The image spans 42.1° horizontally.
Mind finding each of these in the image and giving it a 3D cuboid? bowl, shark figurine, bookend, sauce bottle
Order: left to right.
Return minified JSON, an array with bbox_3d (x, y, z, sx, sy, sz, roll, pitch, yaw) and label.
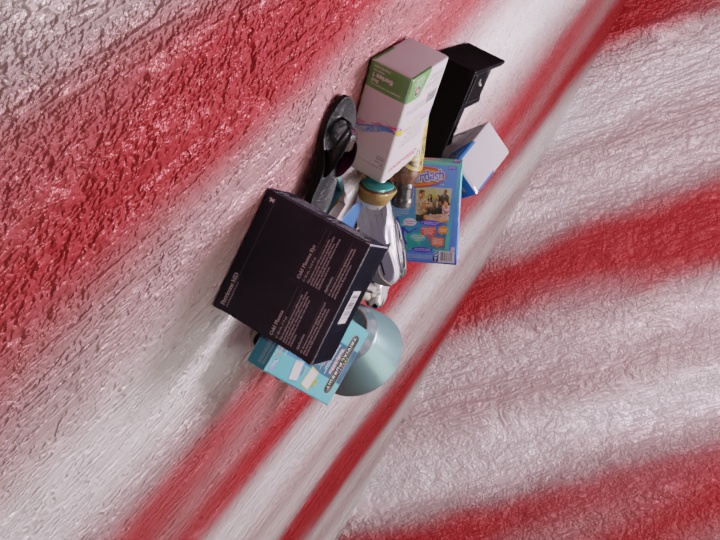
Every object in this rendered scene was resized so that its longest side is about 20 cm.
[{"bbox_3d":[-0.021,0.147,1.930,0.202,0.199,0.105,-56,146,-17],"label":"bowl"},{"bbox_3d":[-0.011,-0.006,1.696,0.215,0.126,0.091,114,-17,-76],"label":"shark figurine"},{"bbox_3d":[0.088,-0.217,1.740,0.065,0.064,0.202,-37,137,-57],"label":"sauce bottle"},{"bbox_3d":[0.186,-0.338,1.879,0.198,0.091,0.202,-35,151,-60],"label":"bookend"}]

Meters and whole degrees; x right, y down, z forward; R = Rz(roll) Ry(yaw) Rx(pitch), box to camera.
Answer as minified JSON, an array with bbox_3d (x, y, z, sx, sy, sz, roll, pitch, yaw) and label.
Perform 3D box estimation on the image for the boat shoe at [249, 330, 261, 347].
[{"bbox_3d":[-0.120,0.154,1.663,0.072,0.068,0.200,-47,144,5],"label":"boat shoe"}]

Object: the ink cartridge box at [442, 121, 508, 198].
[{"bbox_3d":[0.185,-0.210,1.931,0.199,0.085,0.146,-14,-149,51],"label":"ink cartridge box"}]

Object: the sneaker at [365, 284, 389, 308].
[{"bbox_3d":[0.028,0.036,1.991,0.200,0.073,0.088,15,78,-84],"label":"sneaker"}]

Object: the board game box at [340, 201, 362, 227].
[{"bbox_3d":[-0.063,-0.040,1.613,0.158,0.039,0.201,-52,170,-46],"label":"board game box"}]

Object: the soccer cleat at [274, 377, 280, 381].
[{"bbox_3d":[-0.104,0.142,1.829,0.201,0.068,0.086,-58,165,-26],"label":"soccer cleat"}]

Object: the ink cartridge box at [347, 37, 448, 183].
[{"bbox_3d":[0.059,-0.271,1.585,0.145,0.083,0.202,-43,156,-50],"label":"ink cartridge box"}]

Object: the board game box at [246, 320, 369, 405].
[{"bbox_3d":[-0.085,0.128,1.593,0.152,0.047,0.200,-59,141,-6],"label":"board game box"}]

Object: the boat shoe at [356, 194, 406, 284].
[{"bbox_3d":[0.042,-0.075,1.781,0.071,0.071,0.203,-17,100,-60],"label":"boat shoe"}]

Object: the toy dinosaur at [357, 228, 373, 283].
[{"bbox_3d":[-0.003,-0.010,1.858,0.136,0.101,0.203,-69,160,-69],"label":"toy dinosaur"}]

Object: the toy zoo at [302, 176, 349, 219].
[{"bbox_3d":[-0.069,-0.093,1.603,0.132,0.020,0.200,-58,165,-13],"label":"toy zoo"}]

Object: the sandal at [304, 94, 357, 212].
[{"bbox_3d":[-0.035,-0.175,1.473,0.075,0.048,0.203,-15,126,-55],"label":"sandal"}]

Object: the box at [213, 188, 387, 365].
[{"bbox_3d":[-0.089,0.008,1.405,0.202,0.181,0.104,-62,166,7],"label":"box"}]

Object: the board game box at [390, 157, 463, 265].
[{"bbox_3d":[0.120,-0.118,1.817,0.045,0.150,0.203,-59,152,-73],"label":"board game box"}]

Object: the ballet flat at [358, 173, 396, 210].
[{"bbox_3d":[0.028,-0.139,1.649,0.200,0.068,0.064,-81,-177,-69],"label":"ballet flat"}]
